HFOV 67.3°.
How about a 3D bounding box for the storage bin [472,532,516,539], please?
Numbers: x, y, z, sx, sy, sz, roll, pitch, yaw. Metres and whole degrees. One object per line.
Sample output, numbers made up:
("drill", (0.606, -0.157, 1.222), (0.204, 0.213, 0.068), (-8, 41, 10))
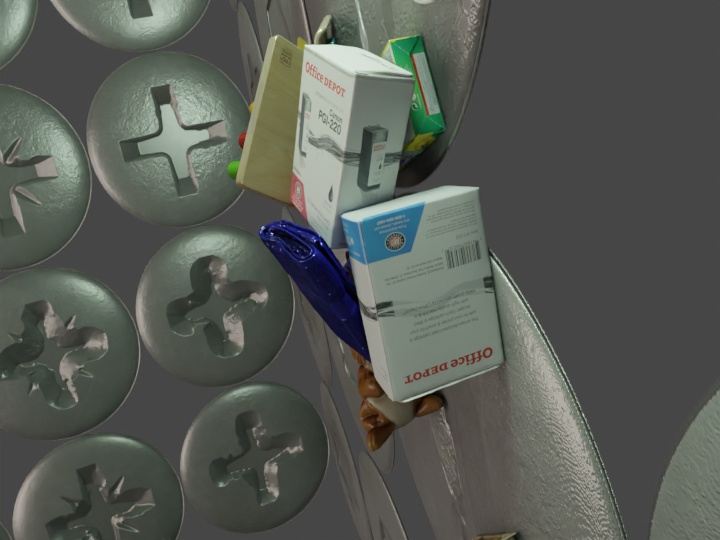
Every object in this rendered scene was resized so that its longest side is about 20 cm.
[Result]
("storage bin", (0.188, 0.479, 0.730), (0.200, 0.091, 0.205), (103, 150, -62))

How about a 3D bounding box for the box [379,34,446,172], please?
("box", (0.044, -0.200, 0.712), (0.200, 0.047, 0.121), (159, 96, -74))

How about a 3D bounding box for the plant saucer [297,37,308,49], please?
("plant saucer", (-0.088, -0.299, 1.042), (0.201, 0.047, 0.206), (84, -175, -66))

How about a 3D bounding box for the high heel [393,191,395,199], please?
("high heel", (-0.016, -0.181, 0.873), (0.067, 0.093, 0.206), (100, 152, -79))

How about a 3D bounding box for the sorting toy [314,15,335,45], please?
("sorting toy", (-0.050, -0.320, 0.932), (0.187, 0.035, 0.205), (-90, -2, -60))

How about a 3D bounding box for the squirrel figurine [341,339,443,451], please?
("squirrel figurine", (0.030, 0.165, 0.925), (0.191, 0.139, 0.200), (62, 179, -3))

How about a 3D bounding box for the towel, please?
("towel", (-0.039, 0.024, 0.692), (0.147, 0.049, 0.202), (30, 158, 54))

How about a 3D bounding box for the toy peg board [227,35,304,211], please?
("toy peg board", (-0.093, -0.189, 0.790), (0.096, 0.197, 0.206), (7, 83, 46))

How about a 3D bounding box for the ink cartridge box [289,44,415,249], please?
("ink cartridge box", (-0.018, -0.150, 0.653), (0.146, 0.083, 0.205), (47, 134, 48))

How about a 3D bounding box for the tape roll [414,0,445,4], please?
("tape roll", (0.064, -0.352, 0.483), (0.203, 0.036, 0.209), (165, 91, -78))

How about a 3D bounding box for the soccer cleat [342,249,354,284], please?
("soccer cleat", (0.015, -0.037, 0.800), (0.202, 0.071, 0.070), (-69, -25, -54))

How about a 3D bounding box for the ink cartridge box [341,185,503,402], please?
("ink cartridge box", (0.071, 0.021, 0.614), (0.086, 0.142, 0.206), (-149, 46, -69))

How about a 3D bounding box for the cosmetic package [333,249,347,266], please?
("cosmetic package", (0.000, 0.000, 0.884), (0.075, 0.100, 0.202), (-53, 28, 26))
